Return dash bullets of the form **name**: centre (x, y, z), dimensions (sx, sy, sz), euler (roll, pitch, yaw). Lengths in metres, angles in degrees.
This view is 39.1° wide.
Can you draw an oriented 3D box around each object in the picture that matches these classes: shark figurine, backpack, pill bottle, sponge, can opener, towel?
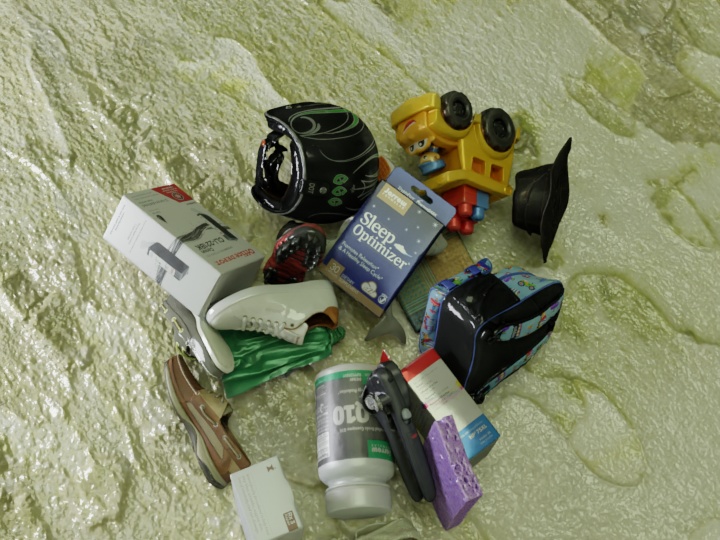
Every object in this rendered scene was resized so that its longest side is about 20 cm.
- **shark figurine**: centre (0.018, 0.003, 1.567), dimensions (0.215, 0.129, 0.089), euler (48, 30, 24)
- **backpack**: centre (0.203, 0.071, 1.510), dimensions (0.198, 0.185, 0.134), euler (-28, 53, -29)
- **pill bottle**: centre (-0.007, 0.246, 1.453), dimensions (0.111, 0.113, 0.204), euler (-3, 67, -4)
- **sponge**: centre (0.120, 0.283, 1.397), dimensions (0.029, 0.201, 0.113), euler (-17, 67, -13)
- **can opener**: centre (0.060, 0.225, 1.399), dimensions (0.078, 0.063, 0.203), euler (-20, 88, -31)
- **towel**: centre (0.103, -0.015, 1.622), dimensions (0.145, 0.022, 0.202), euler (-24, 72, -12)

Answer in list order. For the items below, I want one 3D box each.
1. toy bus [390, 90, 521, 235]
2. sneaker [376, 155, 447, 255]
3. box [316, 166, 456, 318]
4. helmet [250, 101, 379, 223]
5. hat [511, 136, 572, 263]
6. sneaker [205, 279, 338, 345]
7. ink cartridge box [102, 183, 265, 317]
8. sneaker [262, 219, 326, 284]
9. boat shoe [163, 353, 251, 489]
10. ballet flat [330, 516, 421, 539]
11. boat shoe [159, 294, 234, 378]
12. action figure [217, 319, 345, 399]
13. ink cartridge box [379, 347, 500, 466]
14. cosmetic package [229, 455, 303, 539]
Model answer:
- **toy bus**: centre (0.145, -0.163, 1.600), dimensions (0.197, 0.135, 0.196), euler (17, 71, -32)
- **sneaker**: centre (0.071, -0.096, 1.611), dimensions (0.091, 0.076, 0.202), euler (13, 43, -41)
- **box**: centre (0.040, -0.047, 1.506), dimensions (0.120, 0.032, 0.201), euler (36, 86, 10)
- **helmet**: centre (-0.063, -0.168, 1.579), dimensions (0.188, 0.200, 0.202), euler (-10, 64, -41)
- **hat**: centre (0.277, -0.116, 1.597), dimensions (0.079, 0.201, 0.204), euler (11, 65, 19)
- **sneaker**: centre (-0.124, 0.070, 1.482), dimensions (0.196, 0.073, 0.086), euler (-10, 63, -15)
- **ink cartridge box**: centre (-0.263, -0.034, 1.534), dimensions (0.199, 0.144, 0.084), euler (38, 112, 11)
- **sneaker**: centre (-0.092, -0.040, 1.524), dimensions (0.070, 0.200, 0.099), euler (25, 66, -9)
- **boat shoe**: centre (-0.219, 0.213, 1.473), dimensions (0.073, 0.076, 0.202), euler (-27, 80, 0)
- **ballet flat**: centre (-0.011, 0.400, 1.426), dimensions (0.196, 0.068, 0.063), euler (-15, 40, -13)
- **boat shoe**: centre (-0.245, 0.097, 1.499), dimensions (0.060, 0.072, 0.202), euler (-40, 44, 3)
- **action figure**: centre (-0.117, 0.119, 1.533), dimensions (0.196, 0.055, 0.120), euler (-14, 66, -5)
- **ink cartridge box**: centre (0.110, 0.194, 1.480), dimensions (0.067, 0.117, 0.201), euler (-32, 73, -16)
- **cosmetic package**: centre (-0.125, 0.328, 1.363), dimensions (0.073, 0.201, 0.103), euler (-20, 68, -11)
